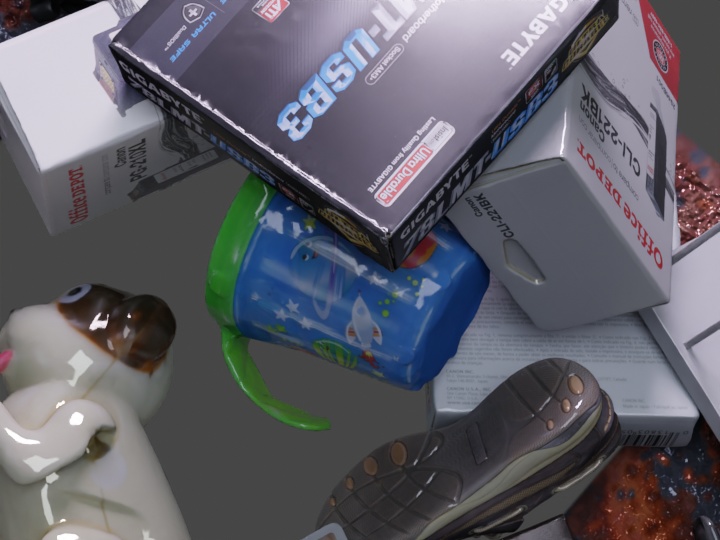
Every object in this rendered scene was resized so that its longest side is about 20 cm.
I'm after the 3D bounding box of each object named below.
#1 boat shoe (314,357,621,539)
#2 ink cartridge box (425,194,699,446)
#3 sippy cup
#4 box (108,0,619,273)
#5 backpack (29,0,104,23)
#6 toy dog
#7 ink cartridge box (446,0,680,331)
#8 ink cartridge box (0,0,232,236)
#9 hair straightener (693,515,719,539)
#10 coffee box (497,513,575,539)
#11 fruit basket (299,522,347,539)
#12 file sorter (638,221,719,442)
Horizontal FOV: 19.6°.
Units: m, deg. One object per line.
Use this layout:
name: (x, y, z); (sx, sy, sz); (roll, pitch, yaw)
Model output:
boat shoe: (0.066, 0.129, 1.208); (0.200, 0.073, 0.075); (-30, 41, 21)
ink cartridge box: (0.119, 0.009, 1.287); (0.162, 0.057, 0.200); (1, 59, -5)
sippy cup: (0.000, 0.000, 1.205); (0.130, 0.178, 0.140); (29, 47, 18)
box: (0.003, -0.130, 1.122); (0.198, 0.050, 0.200); (36, 74, 21)
backpack: (-0.144, -0.250, 1.233); (0.126, 0.200, 0.167); (-2, 76, -6)
toy dog: (-0.155, 0.106, 1.182); (0.194, 0.140, 0.200); (4, 76, -18)
ink cartridge box: (0.119, -0.088, 1.210); (0.084, 0.144, 0.200); (-14, 48, 28)
ink cartridge box: (-0.113, -0.109, 1.230); (0.200, 0.145, 0.084); (-24, 79, -11)
hair straightener: (0.226, 0.243, 1.241); (0.077, 0.041, 0.200); (-10, 82, -8)
coffee box: (0.101, 0.256, 1.199); (0.113, 0.080, 0.200); (-22, 80, -10)
fruit basket: (-0.056, 0.264, 1.149); (0.200, 0.094, 0.185); (-27, 98, -28)
file sorter: (0.283, 0.042, 1.223); (0.139, 0.125, 0.200); (-25, 79, -36)
